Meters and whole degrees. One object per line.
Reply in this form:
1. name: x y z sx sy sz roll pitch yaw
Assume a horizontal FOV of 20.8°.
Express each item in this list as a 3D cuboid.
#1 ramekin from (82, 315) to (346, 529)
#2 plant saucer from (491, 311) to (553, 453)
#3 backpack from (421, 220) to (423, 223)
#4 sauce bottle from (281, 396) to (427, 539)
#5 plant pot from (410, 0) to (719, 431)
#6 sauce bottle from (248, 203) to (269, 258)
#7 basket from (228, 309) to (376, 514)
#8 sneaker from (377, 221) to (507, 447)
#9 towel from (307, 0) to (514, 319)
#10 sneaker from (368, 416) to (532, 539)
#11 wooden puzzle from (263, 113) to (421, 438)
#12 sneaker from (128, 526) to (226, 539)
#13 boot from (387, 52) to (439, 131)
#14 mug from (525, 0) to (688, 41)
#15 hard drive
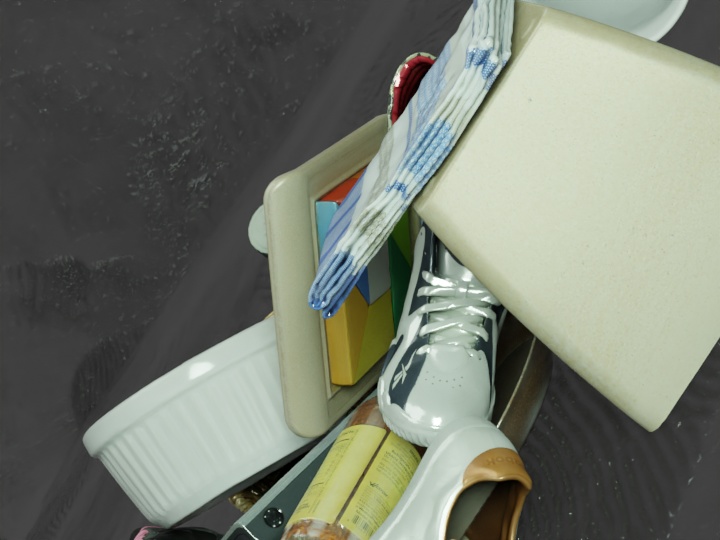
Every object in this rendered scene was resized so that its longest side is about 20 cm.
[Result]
1. ramekin: -0.101 0.116 1.481 0.202 0.094 0.202 -30 -5 -3
2. plant saucer: 0.077 0.110 1.354 0.200 0.032 0.200 -55 11 16
3. backpack: 0.084 -0.066 1.575 0.163 0.153 0.201 -145 73 -89
4. sauce bottle: 0.012 0.130 1.304 0.066 0.066 0.200 -48 5 47
5. plant pot: 0.133 -0.055 1.155 0.200 0.177 0.200 -58 9 6
6. sauce bottle: -0.020 0.000 1.448 0.066 0.066 0.200 -60 -29 -7
7. basket: -0.037 0.111 1.586 0.200 0.142 0.149 -57 9 11
8. sneaker: 0.063 0.019 1.276 0.199 0.079 0.130 -61 -19 -58
9. towel: 0.030 -0.079 1.150 0.200 0.024 0.147 -56 10 27
10. sneaker: 0.040 0.190 1.183 0.201 0.073 0.085 -66 26 11
11. wooden puzzle: 0.000 0.000 1.377 0.200 0.037 0.186 -34 -57 -59
12. sneaker: -0.149 0.225 1.477 0.200 0.095 0.079 12 -79 -61
13. boot: 0.067 -0.053 1.418 0.154 0.073 0.204 11 -101 -67
14. mug: 0.195 -0.239 1.556 0.175 0.147 0.201 -61 -24 -62
15. hard drive: -0.029 0.150 1.417 0.200 0.033 0.140 -41 -7 -31
